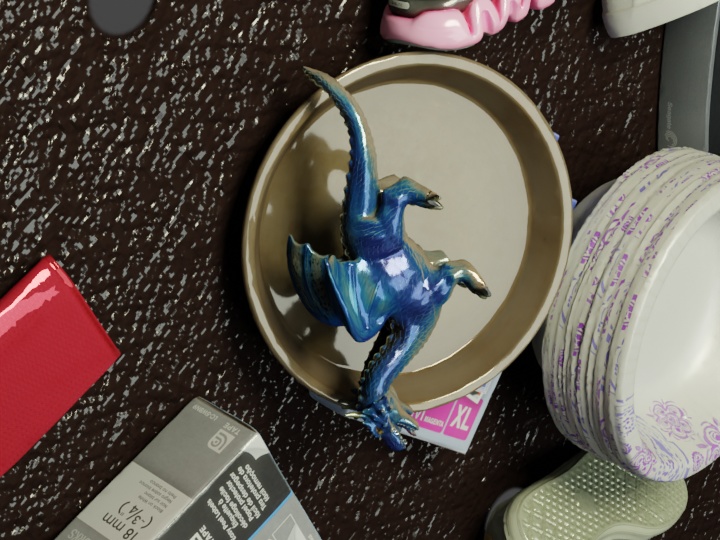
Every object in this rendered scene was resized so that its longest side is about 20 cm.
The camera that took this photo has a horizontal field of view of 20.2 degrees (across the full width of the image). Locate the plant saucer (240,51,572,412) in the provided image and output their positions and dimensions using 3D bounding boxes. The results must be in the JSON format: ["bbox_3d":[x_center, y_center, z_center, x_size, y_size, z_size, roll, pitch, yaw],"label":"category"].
[{"bbox_3d":[0.024,-0.021,1.111,0.198,0.029,0.202,-6,106,-22],"label":"plant saucer"}]

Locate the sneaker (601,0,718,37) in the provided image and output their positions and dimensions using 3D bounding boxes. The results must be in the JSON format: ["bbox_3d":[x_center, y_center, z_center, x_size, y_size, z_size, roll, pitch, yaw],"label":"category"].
[{"bbox_3d":[0.207,-0.224,1.176,0.116,0.199,0.074,57,27,-12],"label":"sneaker"}]

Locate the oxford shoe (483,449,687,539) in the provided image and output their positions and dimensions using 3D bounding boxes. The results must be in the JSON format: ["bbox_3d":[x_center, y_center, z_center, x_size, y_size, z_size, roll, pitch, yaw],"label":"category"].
[{"bbox_3d":[0.148,0.159,1.339,0.199,0.076,0.058,-16,161,-48],"label":"oxford shoe"}]

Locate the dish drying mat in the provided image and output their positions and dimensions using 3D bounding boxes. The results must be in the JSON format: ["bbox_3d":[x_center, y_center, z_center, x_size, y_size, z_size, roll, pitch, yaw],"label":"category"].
[{"bbox_3d":[-0.205,0.085,0.985,0.200,0.018,0.077,-45,135,-19],"label":"dish drying mat"}]

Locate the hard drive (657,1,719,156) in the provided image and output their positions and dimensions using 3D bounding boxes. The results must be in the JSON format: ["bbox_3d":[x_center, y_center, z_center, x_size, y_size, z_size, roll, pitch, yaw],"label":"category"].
[{"bbox_3d":[0.259,-0.169,1.286,0.134,0.042,0.202,-7,114,-27],"label":"hard drive"}]

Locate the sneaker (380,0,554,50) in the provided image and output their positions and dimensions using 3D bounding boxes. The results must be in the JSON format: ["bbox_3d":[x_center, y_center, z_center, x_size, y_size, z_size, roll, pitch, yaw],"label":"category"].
[{"bbox_3d":[0.087,-0.193,1.111,0.199,0.079,0.096,-28,115,-34],"label":"sneaker"}]

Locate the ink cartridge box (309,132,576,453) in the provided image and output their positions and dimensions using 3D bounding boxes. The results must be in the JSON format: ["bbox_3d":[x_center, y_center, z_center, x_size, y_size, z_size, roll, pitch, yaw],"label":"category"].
[{"bbox_3d":[0.056,0.001,1.187,0.119,0.042,0.202,21,91,-47],"label":"ink cartridge box"}]

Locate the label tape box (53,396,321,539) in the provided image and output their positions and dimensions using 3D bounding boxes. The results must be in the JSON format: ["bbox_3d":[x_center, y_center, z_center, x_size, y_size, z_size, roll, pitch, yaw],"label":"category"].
[{"bbox_3d":[-0.112,0.191,1.091,0.200,0.063,0.145,-45,133,-20],"label":"label tape box"}]

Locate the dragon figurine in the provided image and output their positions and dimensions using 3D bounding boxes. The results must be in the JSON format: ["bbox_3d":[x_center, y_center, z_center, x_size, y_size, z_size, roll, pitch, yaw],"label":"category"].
[{"bbox_3d":[0.000,0.000,1.057,0.099,0.059,0.201,-35,115,-13],"label":"dragon figurine"}]

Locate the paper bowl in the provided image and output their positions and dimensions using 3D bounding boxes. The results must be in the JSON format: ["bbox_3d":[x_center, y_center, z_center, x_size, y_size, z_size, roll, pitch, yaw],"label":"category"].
[{"bbox_3d":[0.183,0.021,1.264,0.200,0.104,0.202,-26,128,-39],"label":"paper bowl"}]
